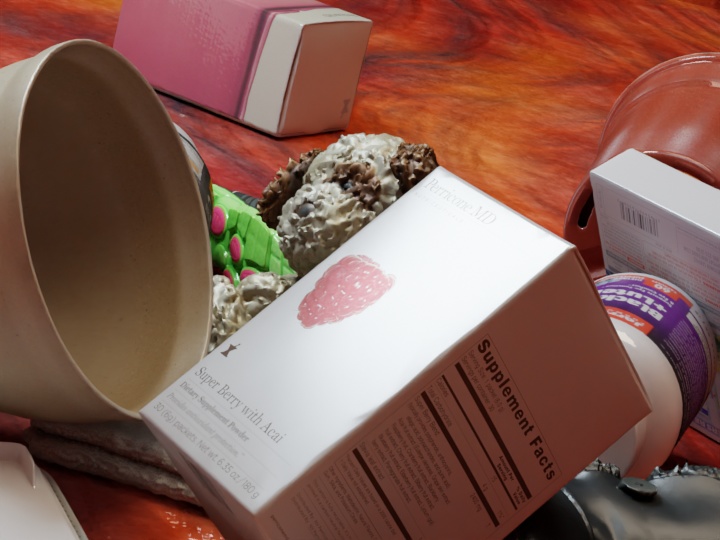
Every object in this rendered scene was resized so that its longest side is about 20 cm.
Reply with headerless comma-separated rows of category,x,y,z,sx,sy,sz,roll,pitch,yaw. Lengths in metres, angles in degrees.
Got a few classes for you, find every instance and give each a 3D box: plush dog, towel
plush dog,0.000,0.000,1.411,0.160,0.172,0.200,18,-13,-38
towel,-0.078,0.098,1.298,0.200,0.035,0.133,16,18,9

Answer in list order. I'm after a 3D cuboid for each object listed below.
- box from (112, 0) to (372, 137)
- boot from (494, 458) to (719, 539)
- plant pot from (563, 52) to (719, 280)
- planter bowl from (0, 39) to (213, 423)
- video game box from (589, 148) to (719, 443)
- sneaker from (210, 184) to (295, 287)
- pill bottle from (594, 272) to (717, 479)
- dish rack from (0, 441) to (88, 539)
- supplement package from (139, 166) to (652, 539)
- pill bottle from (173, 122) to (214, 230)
box,-0.111,-0.208,2.156,0.200,0.109,0.128,22,18,27
boot,0.134,0.145,1.238,0.168,0.077,0.200,9,10,-4
plant pot,0.254,-0.049,1.822,0.200,0.201,0.195,19,25,16
planter bowl,-0.182,-0.009,1.234,0.135,0.201,0.200,-12,6,23
video game box,0.240,0.035,1.524,0.047,0.182,0.200,-29,38,-26
sneaker,-0.058,-0.010,1.602,0.084,0.077,0.200,8,20,-24
pill bottle,0.149,0.073,1.430,0.111,0.112,0.200,18,17,14
dish rack,-0.200,0.125,1.086,0.171,0.044,0.200,8,18,-24
supplement package,0.018,0.068,1.143,0.200,0.120,0.121,-39,37,-13
pill bottle,-0.154,-0.037,1.534,0.116,0.117,0.200,13,17,-4
